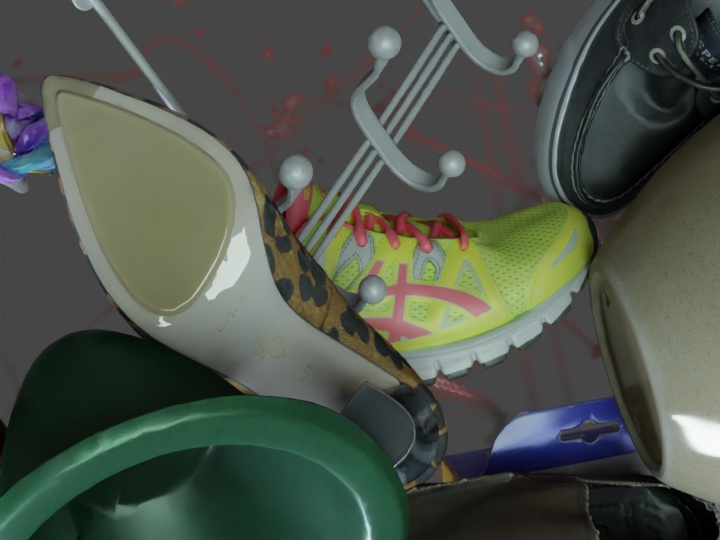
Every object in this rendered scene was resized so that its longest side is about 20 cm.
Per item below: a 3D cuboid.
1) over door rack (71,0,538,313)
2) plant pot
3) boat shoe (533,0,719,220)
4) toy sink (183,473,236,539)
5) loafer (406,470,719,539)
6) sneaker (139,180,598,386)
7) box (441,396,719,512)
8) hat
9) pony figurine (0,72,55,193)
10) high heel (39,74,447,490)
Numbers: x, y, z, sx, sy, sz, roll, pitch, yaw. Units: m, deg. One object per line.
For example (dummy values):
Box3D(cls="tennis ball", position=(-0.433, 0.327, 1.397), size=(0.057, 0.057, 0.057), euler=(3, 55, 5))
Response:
Box3D(cls="over door rack", position=(-0.024, -0.102, 1.146), size=(0.200, 0.066, 0.148), euler=(46, 59, -23))
Box3D(cls="plant pot", position=(0.169, 0.021, 1.199), size=(0.134, 0.200, 0.201), euler=(-17, 111, -5))
Box3D(cls="boat shoe", position=(0.145, -0.102, 1.222), size=(0.070, 0.066, 0.200), euler=(36, 96, -22))
Box3D(cls="toy sink", position=(-0.093, 0.158, 1.189), size=(0.112, 0.130, 0.201), euler=(17, 97, 24))
Box3D(cls="loafer", position=(0.065, 0.108, 1.192), size=(0.199, 0.071, 0.073), euler=(-8, 76, -39))
Box3D(cls="sneaker", position=(0.000, 0.000, 1.214), size=(0.199, 0.078, 0.091), euler=(-17, 109, -8))
Box3D(cls="box", position=(0.102, 0.147, 1.308), size=(0.118, 0.041, 0.201), euler=(-9, 107, -11))
Box3D(cls="hat", position=(-0.095, 0.044, 1.085), size=(0.165, 0.176, 0.200), euler=(-34, 138, 9))
Box3D(cls="pony figurine", position=(-0.206, -0.075, 1.114), size=(0.199, 0.167, 0.193), euler=(-13, 142, -13))
Box3D(cls="high heel", position=(-0.047, 0.009, 1.141), size=(0.071, 0.143, 0.200), euler=(-43, 82, -1))
